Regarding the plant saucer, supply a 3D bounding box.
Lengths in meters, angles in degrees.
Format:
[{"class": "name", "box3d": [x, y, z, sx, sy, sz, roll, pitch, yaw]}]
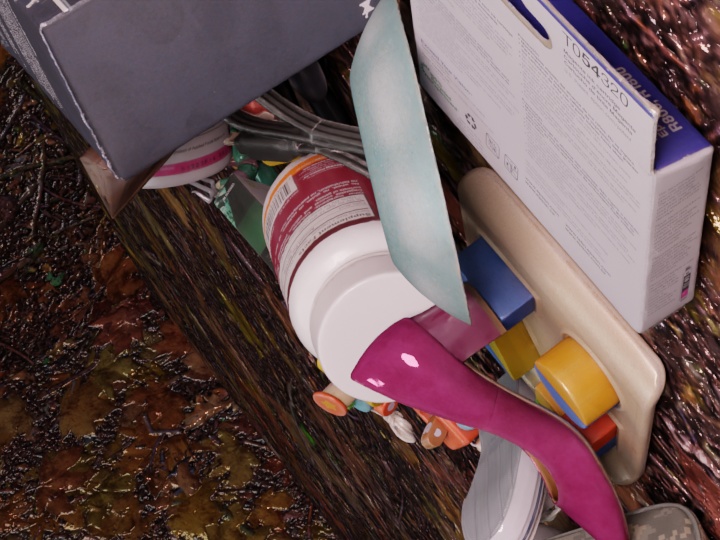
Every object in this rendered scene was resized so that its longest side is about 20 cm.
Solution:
[{"class": "plant saucer", "box3d": [0.024, -0.063, 0.891, 0.201, 0.039, 0.202, -12, -90, -87]}]

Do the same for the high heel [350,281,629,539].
[{"class": "high heel", "box3d": [0.083, 0.112, 0.969, 0.200, 0.096, 0.067, 54, 173, 2]}]

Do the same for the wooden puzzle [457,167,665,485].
[{"class": "wooden puzzle", "box3d": [0.117, 0.048, 1.002, 0.185, 0.046, 0.200, 52, 168, 22]}]

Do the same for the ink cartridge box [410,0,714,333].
[{"class": "ink cartridge box", "box3d": [0.090, -0.091, 0.731, 0.197, 0.043, 0.200, 53, 168, 27]}]

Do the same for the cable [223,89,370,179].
[{"class": "cable", "box3d": [-0.032, -0.102, 1.051, 0.200, 0.050, 0.097, 9, 140, 42]}]

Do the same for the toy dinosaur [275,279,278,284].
[{"class": "toy dinosaur", "box3d": [-0.039, 0.042, 1.574, 0.101, 0.058, 0.200, 63, 178, 4]}]

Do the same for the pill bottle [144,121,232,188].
[{"class": "pill bottle", "box3d": [-0.174, -0.180, 1.288, 0.113, 0.113, 0.201, 38, 138, 57]}]

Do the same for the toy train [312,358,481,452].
[{"class": "toy train", "box3d": [0.024, 0.117, 1.319, 0.150, 0.056, 0.200, 48, 160, -6]}]

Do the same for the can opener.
[{"class": "can opener", "box3d": [-0.048, -0.133, 1.126, 0.200, 0.063, 0.079, 69, -168, -60]}]

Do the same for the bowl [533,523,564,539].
[{"class": "bowl", "box3d": [0.182, 0.285, 1.289, 0.201, 0.090, 0.201, 53, 169, 15]}]

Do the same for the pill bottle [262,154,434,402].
[{"class": "pill bottle", "box3d": [0.000, 0.000, 1.073, 0.114, 0.114, 0.200, 62, -178, -29]}]

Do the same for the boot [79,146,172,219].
[{"class": "boot", "box3d": [-0.141, -0.122, 1.183, 0.064, 0.200, 0.186, 36, 170, 2]}]

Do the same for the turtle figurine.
[{"class": "turtle figurine", "box3d": [-0.124, -0.108, 1.441, 0.200, 0.101, 0.150, 48, -176, -41]}]

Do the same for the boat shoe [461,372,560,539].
[{"class": "boat shoe", "box3d": [0.120, 0.138, 1.062, 0.067, 0.074, 0.200, 34, -150, -9]}]

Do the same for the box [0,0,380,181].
[{"class": "box", "box3d": [-0.123, -0.189, 0.938, 0.197, 0.200, 0.124, 45, 164, 43]}]

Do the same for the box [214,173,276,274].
[{"class": "box", "box3d": [-0.016, 0.001, 1.271, 0.144, 0.036, 0.200, 16, -157, -47]}]

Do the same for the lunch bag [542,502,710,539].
[{"class": "lunch bag", "box3d": [0.165, 0.268, 1.019, 0.168, 0.199, 0.140, 57, -161, -35]}]
